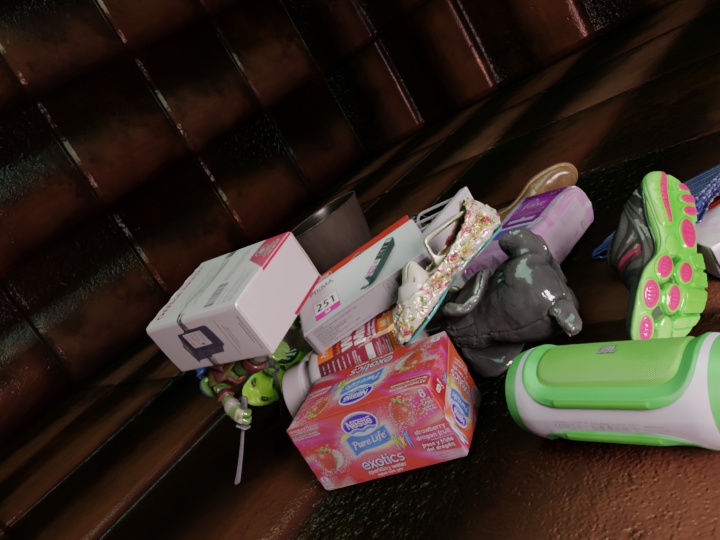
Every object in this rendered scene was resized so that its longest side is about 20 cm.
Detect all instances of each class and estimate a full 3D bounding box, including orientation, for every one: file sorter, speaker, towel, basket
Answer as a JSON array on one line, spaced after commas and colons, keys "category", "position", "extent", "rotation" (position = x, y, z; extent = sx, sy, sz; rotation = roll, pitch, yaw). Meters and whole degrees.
[{"category": "file sorter", "position": [0.119, -0.008, 0.988], "extent": [0.123, 0.140, 0.200], "rotation": [-22, 17, 44]}, {"category": "speaker", "position": [0.218, 0.099, 0.512], "extent": [0.088, 0.090, 0.198], "rotation": [-42, 16, -35]}, {"category": "towel", "position": [0.384, -0.076, 0.768], "extent": [0.198, 0.024, 0.144], "rotation": [-31, -2, -39]}, {"category": "basket", "position": [-0.030, -0.024, 1.235], "extent": [0.180, 0.202, 0.135], "rotation": [-40, 17, -26]}]

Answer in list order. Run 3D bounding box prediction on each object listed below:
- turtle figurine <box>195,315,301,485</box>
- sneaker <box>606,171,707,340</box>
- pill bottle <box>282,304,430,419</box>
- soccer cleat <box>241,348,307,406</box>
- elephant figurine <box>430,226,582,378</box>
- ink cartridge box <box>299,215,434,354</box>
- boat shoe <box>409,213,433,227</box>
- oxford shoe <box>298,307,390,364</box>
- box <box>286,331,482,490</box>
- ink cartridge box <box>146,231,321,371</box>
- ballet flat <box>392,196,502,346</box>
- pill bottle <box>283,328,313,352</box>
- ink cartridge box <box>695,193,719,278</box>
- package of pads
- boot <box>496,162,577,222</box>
[{"category": "turtle figurine", "position": [-0.142, 0.157, 0.908], "extent": [0.142, 0.202, 0.194], "rotation": [-15, -26, -51]}, {"category": "sneaker", "position": [0.302, -0.004, 0.643], "extent": [0.084, 0.075, 0.204], "rotation": [123, 168, -61]}, {"category": "pill bottle", "position": [-0.002, 0.134, 0.832], "extent": [0.197, 0.111, 0.110], "rotation": [-28, 14, 17]}, {"category": "soccer cleat", "position": [-0.126, 0.177, 1.068], "extent": [0.198, 0.068, 0.081], "rotation": [-31, -7, -39]}, {"category": "elephant figurine", "position": [0.153, 0.054, 0.749], "extent": [0.198, 0.144, 0.154], "rotation": [-31, -19, 20]}, {"category": "ink cartridge box", "position": [0.000, 0.000, 0.860], "extent": [0.198, 0.044, 0.175], "rotation": [-35, 32, 7]}, {"category": "boat shoe", "position": [0.149, -0.075, 1.236], "extent": [0.198, 0.092, 0.071], "rotation": [-20, 18, 41]}, {"category": "oxford shoe", "position": [-0.007, 0.132, 0.987], "extent": [0.199, 0.072, 0.073], "rotation": [-38, 41, -24]}, {"category": "box", "position": [0.027, 0.162, 0.703], "extent": [0.197, 0.097, 0.100], "rotation": [-25, 17, 31]}, {"category": "ink cartridge box", "position": [-0.171, 0.045, 0.832], "extent": [0.197, 0.085, 0.146], "rotation": [-16, 31, 38]}, {"category": "ballet flat", "position": [0.090, -0.005, 0.745], "extent": [0.201, 0.064, 0.076], "rotation": [-51, 7, -8]}, {"category": "pill bottle", "position": [-0.066, 0.072, 1.043], "extent": [0.196, 0.116, 0.112], "rotation": [-13, 3, -29]}, {"category": "ink cartridge box", "position": [0.424, -0.073, 0.711], "extent": [0.160, 0.058, 0.201], "rotation": [-32, 19, 7]}, {"category": "package of pads", "position": [0.253, -0.042, 0.928], "extent": [0.119, 0.077, 0.200], "rotation": [-10, 27, 52]}, {"category": "boot", "position": [0.297, -0.102, 1.063], "extent": [0.199, 0.074, 0.076], "rotation": [-40, 19, 11]}]
